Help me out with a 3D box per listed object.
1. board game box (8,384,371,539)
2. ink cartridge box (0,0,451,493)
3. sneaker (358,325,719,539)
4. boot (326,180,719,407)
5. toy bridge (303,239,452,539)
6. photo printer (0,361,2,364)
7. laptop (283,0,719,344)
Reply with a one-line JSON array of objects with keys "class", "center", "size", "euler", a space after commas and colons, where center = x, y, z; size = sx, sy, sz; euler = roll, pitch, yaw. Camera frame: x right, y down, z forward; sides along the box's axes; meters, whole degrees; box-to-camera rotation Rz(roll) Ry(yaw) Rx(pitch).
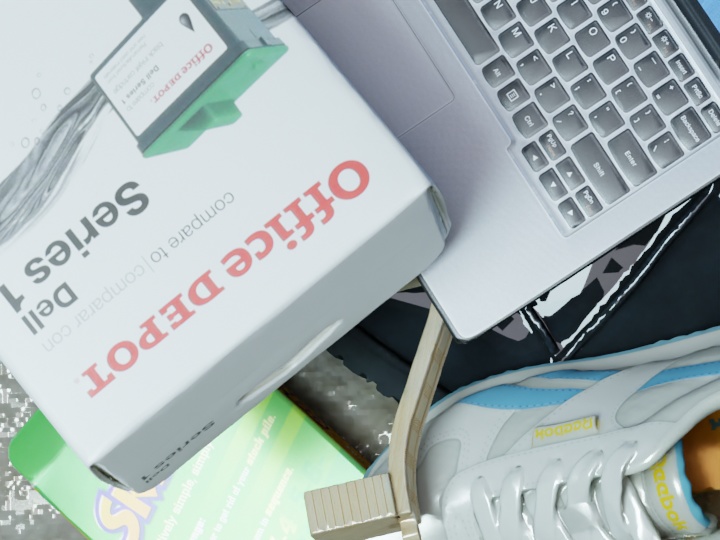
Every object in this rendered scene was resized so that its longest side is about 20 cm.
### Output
[{"class": "board game box", "center": [-0.037, 0.103, 1.002], "size": [0.200, 0.030, 0.096], "euler": [42, 95, 7]}, {"class": "ink cartridge box", "center": [-0.086, -0.048, 0.851], "size": [0.146, 0.084, 0.200], "euler": [-40, 78, -3]}, {"class": "sneaker", "center": [0.084, 0.072, 0.896], "size": [0.200, 0.081, 0.077], "euler": [-22, 103, 9]}, {"class": "boot", "center": [0.064, -0.020, 0.960], "size": [0.200, 0.076, 0.168], "euler": [38, 99, 3]}, {"class": "toy bridge", "center": [0.000, 0.000, 0.912], "size": [0.067, 0.027, 0.200], "euler": [-14, 71, 8]}, {"class": "photo printer", "center": [-0.131, -0.060, 0.966], "size": [0.166, 0.069, 0.200], "euler": [-23, 55, 10]}, {"class": "laptop", "center": [0.057, -0.110, 0.837], "size": [0.200, 0.116, 0.187], "euler": [-33, 79, 7]}]
